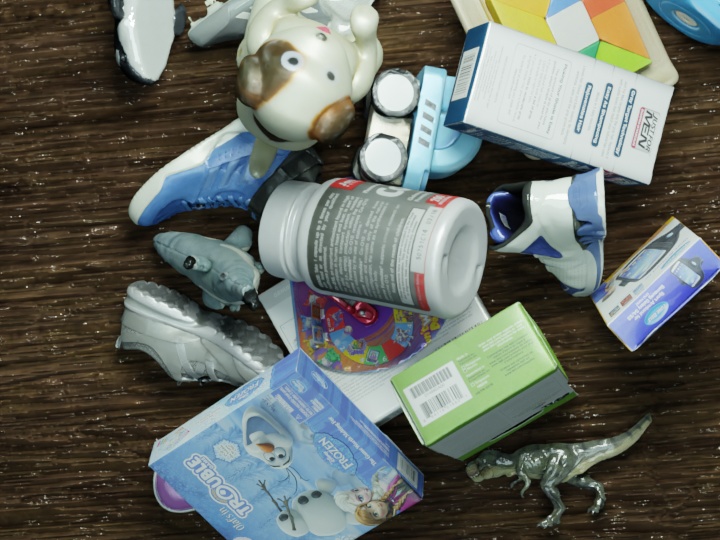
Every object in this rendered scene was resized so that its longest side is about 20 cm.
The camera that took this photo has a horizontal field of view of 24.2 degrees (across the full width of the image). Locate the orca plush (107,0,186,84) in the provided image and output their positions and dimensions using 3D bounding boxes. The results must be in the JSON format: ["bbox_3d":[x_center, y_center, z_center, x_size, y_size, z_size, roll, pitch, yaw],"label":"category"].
[{"bbox_3d":[-0.237,-0.285,1.680,0.071,0.105,0.202,-3,101,35],"label":"orca plush"}]

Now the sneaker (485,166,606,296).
[{"bbox_3d":[0.179,-0.044,1.625,0.114,0.200,0.081,1,68,7],"label":"sneaker"}]

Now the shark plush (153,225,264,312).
[{"bbox_3d":[-0.147,0.010,1.656,0.083,0.200,0.091,25,105,-26],"label":"shark plush"}]

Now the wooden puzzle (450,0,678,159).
[{"bbox_3d":[0.199,-0.235,1.634,0.184,0.037,0.201,-29,95,-15],"label":"wooden puzzle"}]

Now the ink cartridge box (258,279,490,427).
[{"bbox_3d":[0.022,0.053,1.717,0.199,0.045,0.177,-31,77,7],"label":"ink cartridge box"}]

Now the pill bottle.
[{"bbox_3d":[0.010,-0.026,1.600,0.199,0.114,0.115,11,98,27],"label":"pill bottle"}]

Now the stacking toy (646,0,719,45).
[{"bbox_3d":[0.369,-0.325,1.627,0.116,0.110,0.201,35,87,-16],"label":"stacking toy"}]

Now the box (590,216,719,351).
[{"bbox_3d":[0.283,0.011,1.615,0.119,0.200,0.041,-44,92,7],"label":"box"}]

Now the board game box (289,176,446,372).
[{"bbox_3d":[0.000,0.000,1.684,0.157,0.039,0.202,-9,81,11],"label":"board game box"}]

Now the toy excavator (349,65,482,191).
[{"bbox_3d":[0.103,-0.156,1.665,0.198,0.100,0.196,12,86,-6],"label":"toy excavator"}]

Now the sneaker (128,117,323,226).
[{"bbox_3d":[-0.130,-0.077,1.693,0.199,0.077,0.112,-34,84,1],"label":"sneaker"}]

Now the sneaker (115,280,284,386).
[{"bbox_3d":[-0.159,0.086,1.727,0.199,0.075,0.082,28,107,10],"label":"sneaker"}]

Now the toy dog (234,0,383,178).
[{"bbox_3d":[-0.064,-0.178,1.556,0.139,0.200,0.194,36,93,-9],"label":"toy dog"}]

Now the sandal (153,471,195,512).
[{"bbox_3d":[-0.131,0.186,1.740,0.202,0.050,0.083,-31,94,7],"label":"sandal"}]

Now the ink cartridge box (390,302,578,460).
[{"bbox_3d":[0.126,0.116,1.656,0.147,0.200,0.076,-31,74,6],"label":"ink cartridge box"}]

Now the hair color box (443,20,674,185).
[{"bbox_3d":[0.187,-0.155,1.586,0.199,0.060,0.101,17,86,-16],"label":"hair color box"}]

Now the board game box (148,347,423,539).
[{"bbox_3d":[-0.074,0.202,1.686,0.198,0.043,0.200,-33,114,23],"label":"board game box"}]

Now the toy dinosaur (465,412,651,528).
[{"bbox_3d":[0.211,0.212,1.725,0.198,0.047,0.089,-12,89,2],"label":"toy dinosaur"}]

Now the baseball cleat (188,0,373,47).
[{"bbox_3d":[-0.070,-0.250,1.672,0.199,0.070,0.107,-27,93,7],"label":"baseball cleat"}]
